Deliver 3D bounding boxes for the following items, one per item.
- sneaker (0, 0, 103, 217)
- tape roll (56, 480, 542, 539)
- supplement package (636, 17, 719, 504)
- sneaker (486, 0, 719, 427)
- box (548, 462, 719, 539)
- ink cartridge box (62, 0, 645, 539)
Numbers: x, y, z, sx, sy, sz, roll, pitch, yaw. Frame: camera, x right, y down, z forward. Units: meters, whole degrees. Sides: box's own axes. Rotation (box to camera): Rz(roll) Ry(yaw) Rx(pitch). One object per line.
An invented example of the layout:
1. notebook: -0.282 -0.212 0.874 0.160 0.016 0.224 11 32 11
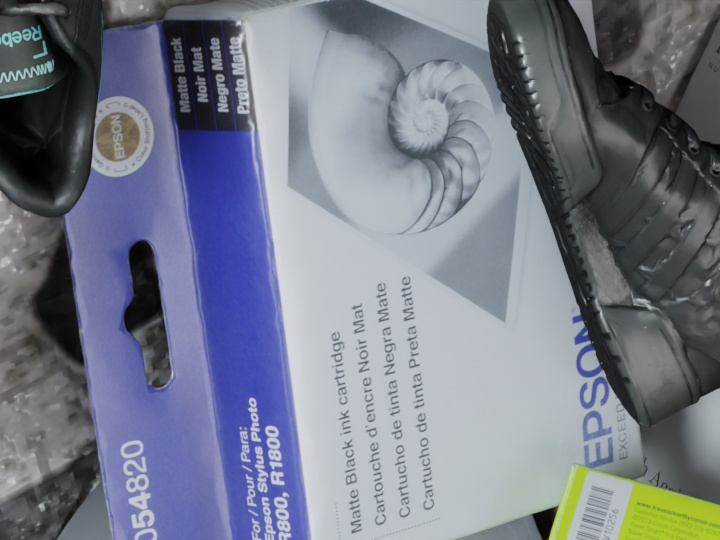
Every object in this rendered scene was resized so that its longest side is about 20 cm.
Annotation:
1. sneaker: -0.101 -0.101 0.871 0.075 0.079 0.201 -13 138 -6
2. tape roll: -0.027 0.139 1.129 0.200 0.066 0.201 -20 129 -27
3. supplement package: 0.171 0.021 1.159 0.119 0.121 0.201 9 112 -39
4. sneaker: 0.118 -0.023 1.020 0.104 0.060 0.201 -23 116 -4
5. box: 0.122 0.150 1.099 0.200 0.121 0.048 92 16 -58
6. ink cartridge box: 0.000 0.000 1.023 0.199 0.041 0.201 -16 105 -29
